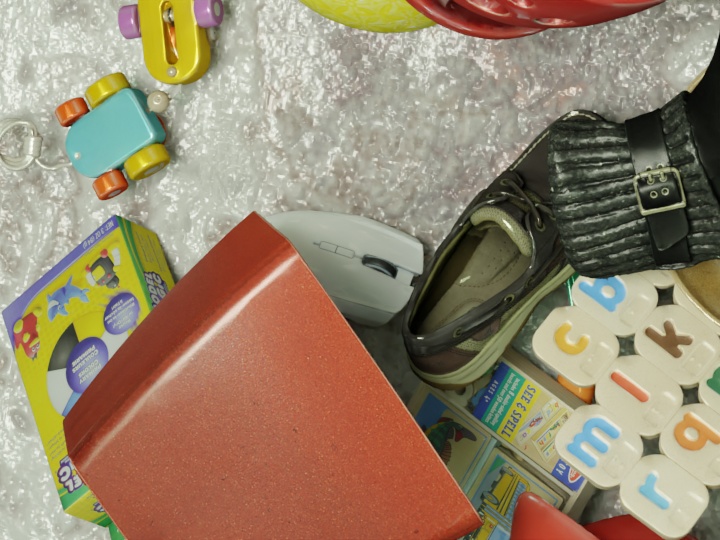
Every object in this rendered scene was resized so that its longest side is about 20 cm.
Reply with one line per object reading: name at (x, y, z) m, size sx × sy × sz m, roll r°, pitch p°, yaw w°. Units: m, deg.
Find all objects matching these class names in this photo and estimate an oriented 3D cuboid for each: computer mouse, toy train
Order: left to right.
toy train at (-0.164, -0.150, 1.721) m, size 0.150 × 0.056 × 0.201 m, roll 22°, pitch 99°, yaw 19°
computer mouse at (0.000, 0.000, 1.654) m, size 0.199 × 0.044 × 0.110 m, roll 8°, pitch 62°, yaw 22°

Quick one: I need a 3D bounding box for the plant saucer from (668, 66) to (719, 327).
plant saucer at (0.274, -0.046, 1.550) m, size 0.199 × 0.035 × 0.201 m, roll -3°, pitch 81°, yaw 16°

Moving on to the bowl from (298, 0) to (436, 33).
bowl at (0.000, -0.248, 1.616) m, size 0.199 × 0.108 × 0.201 m, roll 2°, pitch 96°, yaw 22°

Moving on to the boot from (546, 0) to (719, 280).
boot at (0.183, -0.092, 1.489) m, size 0.157 × 0.079 × 0.212 m, roll 2°, pitch 109°, yaw 23°

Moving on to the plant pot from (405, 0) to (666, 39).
plant pot at (0.100, -0.231, 1.487) m, size 0.182 × 0.200 × 0.201 m, roll -17°, pitch 88°, yaw 63°

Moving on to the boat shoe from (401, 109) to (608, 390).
boat shoe at (0.095, -0.019, 1.573) m, size 0.073 × 0.065 × 0.200 m, roll 28°, pitch 77°, yaw 23°

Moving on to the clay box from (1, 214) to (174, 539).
clay box at (-0.160, 0.075, 1.694) m, size 0.115 × 0.048 × 0.200 m, roll -39°, pitch 50°, yaw 20°

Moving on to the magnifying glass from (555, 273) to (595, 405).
magnifying glass at (0.149, 0.020, 1.631) m, size 0.079 × 0.022 × 0.201 m, roll 17°, pitch 102°, yaw 19°

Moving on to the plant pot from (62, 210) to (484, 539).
plant pot at (-0.068, 0.104, 1.538) m, size 0.176 × 0.200 × 0.200 m, roll -36°, pitch 100°, yaw -4°

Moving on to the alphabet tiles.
alphabet tiles at (0.211, 0.061, 1.563) m, size 0.195 × 0.015 × 0.200 m, roll 37°, pitch 77°, yaw 13°

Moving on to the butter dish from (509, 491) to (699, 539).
butter dish at (0.192, 0.233, 1.574) m, size 0.199 × 0.147 × 0.201 m, roll 38°, pitch 138°, yaw 40°

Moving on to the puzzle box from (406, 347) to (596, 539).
puzzle box at (0.069, 0.150, 1.657) m, size 0.133 × 0.025 × 0.200 m, roll 36°, pitch 109°, yaw 23°
